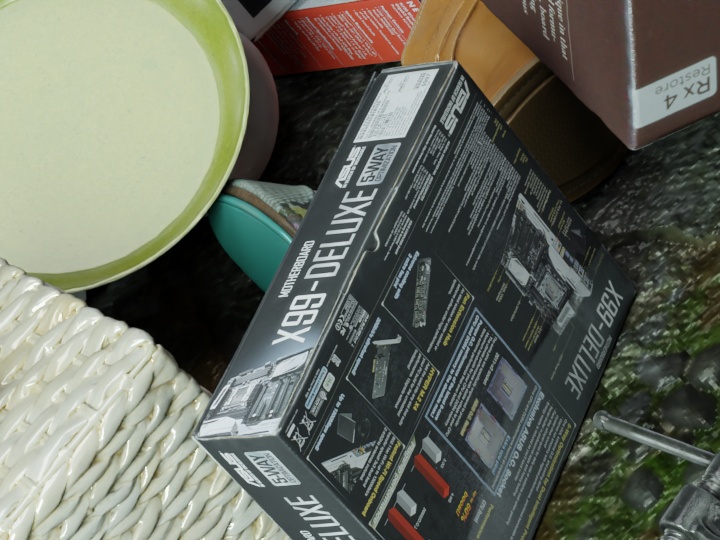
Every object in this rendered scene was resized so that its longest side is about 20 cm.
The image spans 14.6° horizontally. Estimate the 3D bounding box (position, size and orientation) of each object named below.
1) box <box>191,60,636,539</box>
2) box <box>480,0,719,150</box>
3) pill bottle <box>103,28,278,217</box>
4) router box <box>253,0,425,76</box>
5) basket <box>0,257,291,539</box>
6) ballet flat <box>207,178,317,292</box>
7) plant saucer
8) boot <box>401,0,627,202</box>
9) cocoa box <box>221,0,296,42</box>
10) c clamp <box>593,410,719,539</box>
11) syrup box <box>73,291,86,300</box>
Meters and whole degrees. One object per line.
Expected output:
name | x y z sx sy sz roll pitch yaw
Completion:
box | 0.030 0.037 1.192 0.050 0.158 0.200 -5 49 41
box | 0.134 -0.195 1.269 0.166 0.164 0.200 -25 45 -17
pill bottle | -0.142 -0.094 1.551 0.200 0.109 0.109 16 63 51
router box | 0.014 -0.201 1.571 0.179 0.049 0.200 -4 48 42
basket | -0.150 0.124 1.270 0.200 0.161 0.198 -51 36 -12
ballet flat | 0.000 0.000 1.355 0.071 0.069 0.200 -30 35 -16
plant saucer | -0.151 -0.076 1.423 0.200 0.031 0.200 -4 69 9
boot | 0.070 -0.099 1.385 0.155 0.074 0.200 8 45 47
cocoa box | -0.095 -0.248 1.506 0.133 0.200 0.131 -44 33 -4
c clamp | 0.117 0.150 1.101 0.171 0.027 0.200 9 56 43
syrup box | -0.234 -0.049 1.532 0.081 0.079 0.200 -20 39 -33
